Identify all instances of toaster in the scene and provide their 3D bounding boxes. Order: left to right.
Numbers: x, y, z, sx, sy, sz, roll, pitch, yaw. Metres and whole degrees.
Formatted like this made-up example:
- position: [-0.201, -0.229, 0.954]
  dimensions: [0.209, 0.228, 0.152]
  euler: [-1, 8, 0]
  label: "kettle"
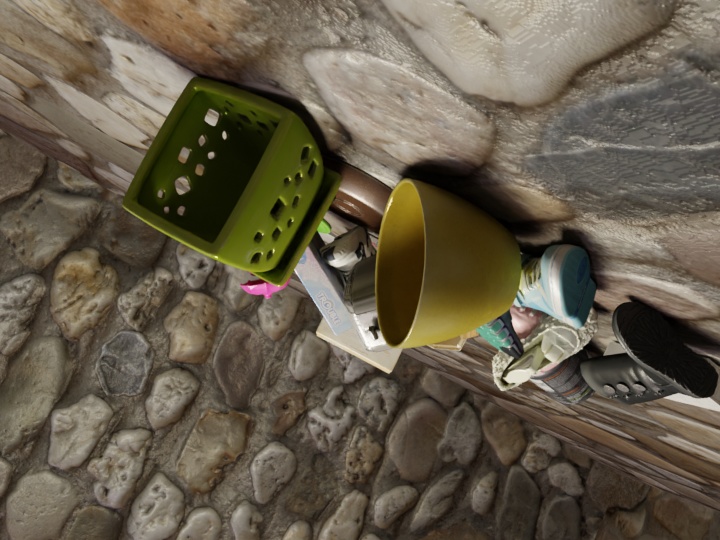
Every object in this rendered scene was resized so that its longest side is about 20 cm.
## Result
- position: [0.053, 0.032, 1.091]
  dimensions: [0.201, 0.127, 0.115]
  euler: [-78, -33, -61]
  label: "toaster"

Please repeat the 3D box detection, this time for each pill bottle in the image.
- position: [0.331, 0.152, 1.294]
  dimensions: [0.105, 0.107, 0.199]
  euler: [17, 166, 46]
  label: "pill bottle"

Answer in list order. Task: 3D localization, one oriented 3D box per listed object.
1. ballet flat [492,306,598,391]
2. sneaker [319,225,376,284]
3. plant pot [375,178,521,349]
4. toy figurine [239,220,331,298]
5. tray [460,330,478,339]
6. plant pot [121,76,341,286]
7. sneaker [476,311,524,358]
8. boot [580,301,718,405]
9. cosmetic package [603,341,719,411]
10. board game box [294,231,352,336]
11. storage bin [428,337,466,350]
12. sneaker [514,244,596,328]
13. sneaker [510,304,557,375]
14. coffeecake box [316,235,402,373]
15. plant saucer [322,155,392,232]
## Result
- position: [0.269, 0.121, 1.093]
  dimensions: [0.071, 0.072, 0.200]
  euler: [30, 132, -19]
  label: "ballet flat"
- position: [0.000, 0.000, 1.219]
  dimensions: [0.131, 0.079, 0.199]
  euler: [61, -176, -5]
  label: "sneaker"
- position: [0.110, -0.003, 0.908]
  dimensions: [0.140, 0.204, 0.200]
  euler: [4, 177, -15]
  label: "plant pot"
- position: [-0.184, -0.046, 1.441]
  dimensions: [0.198, 0.186, 0.150]
  euler: [29, 171, -12]
  label: "toy figurine"
- position: [0.164, 0.044, 1.213]
  dimensions: [0.036, 0.100, 0.200]
  euler: [-14, 163, 7]
  label: "tray"
- position: [-0.152, -0.104, 0.976]
  dimensions: [0.199, 0.201, 0.181]
  euler: [26, 174, 34]
  label: "plant pot"
- position: [0.187, 0.039, 1.046]
  dimensions: [0.200, 0.088, 0.074]
  euler: [46, 170, -28]
  label: "sneaker"
- position: [0.366, 0.121, 1.032]
  dimensions: [0.165, 0.066, 0.200]
  euler: [43, 166, -2]
  label: "boot"
- position: [0.459, 0.156, 1.119]
  dimensions: [0.082, 0.051, 0.199]
  euler: [35, 169, -20]
  label: "cosmetic package"
- position: [-0.082, -0.024, 1.216]
  dimensions: [0.201, 0.043, 0.200]
  euler: [60, -176, -26]
  label: "board game box"
- position: [0.116, 0.079, 1.552]
  dimensions: [0.198, 0.095, 0.198]
  euler: [29, 171, -8]
  label: "storage bin"
- position: [0.216, 0.009, 0.927]
  dimensions: [0.129, 0.080, 0.200]
  euler: [21, 168, 28]
  label: "sneaker"
- position: [0.260, 0.062, 1.149]
  dimensions: [0.104, 0.075, 0.201]
  euler: [-31, 101, 32]
  label: "sneaker"
- position: [0.031, 0.060, 1.353]
  dimensions: [0.152, 0.202, 0.073]
  euler: [27, 171, 2]
  label: "coffeecake box"
- position: [-0.013, -0.106, 1.098]
  dimensions: [0.198, 0.035, 0.200]
  euler: [28, 171, 5]
  label: "plant saucer"
